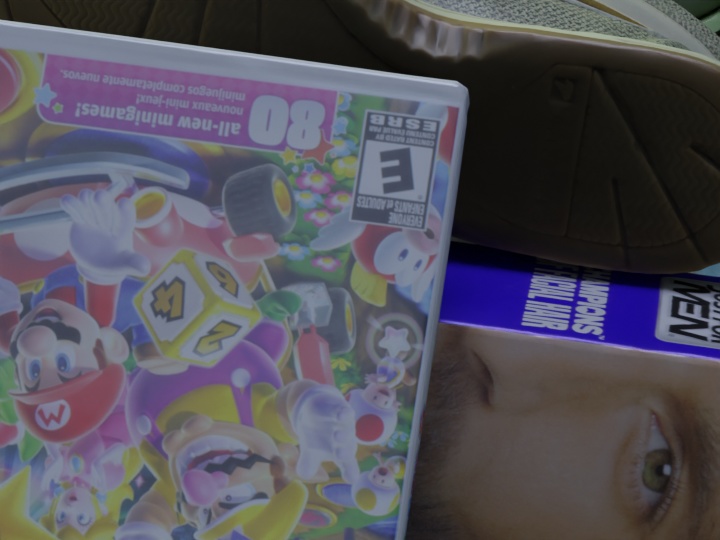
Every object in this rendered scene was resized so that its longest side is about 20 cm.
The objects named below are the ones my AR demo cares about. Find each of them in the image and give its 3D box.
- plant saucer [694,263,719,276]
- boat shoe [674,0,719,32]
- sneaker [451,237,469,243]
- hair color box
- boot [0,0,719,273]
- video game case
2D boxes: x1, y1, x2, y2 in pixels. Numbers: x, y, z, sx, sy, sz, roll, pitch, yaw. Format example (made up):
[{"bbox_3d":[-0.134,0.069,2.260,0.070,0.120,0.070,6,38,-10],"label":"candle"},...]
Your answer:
[{"bbox_3d":[0.177,0.053,0.768,0.200,0.039,0.201,18,17,-6],"label":"plant saucer"},{"bbox_3d":[0.059,-0.117,1.072,0.201,0.060,0.072,-7,31,-21],"label":"boat shoe"},{"bbox_3d":[0.000,0.000,0.860,0.199,0.073,0.077,11,-4,19],"label":"sneaker"},{"bbox_3d":[-0.002,0.050,0.697,0.199,0.110,0.065,7,19,4],"label":"hair color box"},{"bbox_3d":[0.009,-0.056,0.751,0.199,0.072,0.155,14,13,3],"label":"boot"},{"bbox_3d":[-0.060,0.046,0.641,0.143,0.201,0.018,8,-10,5],"label":"video game case"}]
